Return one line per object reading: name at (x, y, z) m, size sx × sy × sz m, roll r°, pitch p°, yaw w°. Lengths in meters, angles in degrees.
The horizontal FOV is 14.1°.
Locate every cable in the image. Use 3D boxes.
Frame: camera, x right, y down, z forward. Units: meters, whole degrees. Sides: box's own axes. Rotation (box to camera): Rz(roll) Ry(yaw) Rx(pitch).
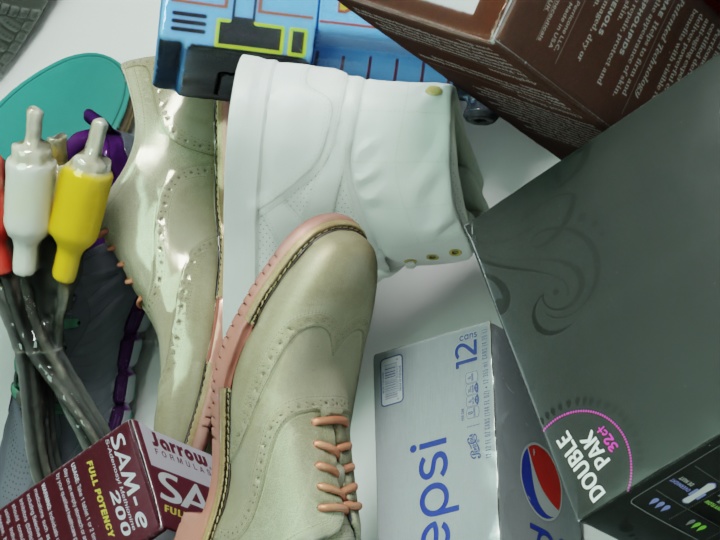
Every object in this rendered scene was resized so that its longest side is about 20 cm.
cable at (-0.155, 0.021, 1.332) m, size 0.097 × 0.050 × 0.201 m, roll 5°, pitch 101°, yaw 21°

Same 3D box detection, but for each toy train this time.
toy train at (0.000, -0.126, 1.284) m, size 0.199 × 0.087 × 0.115 m, roll 7°, pitch 76°, yaw -6°

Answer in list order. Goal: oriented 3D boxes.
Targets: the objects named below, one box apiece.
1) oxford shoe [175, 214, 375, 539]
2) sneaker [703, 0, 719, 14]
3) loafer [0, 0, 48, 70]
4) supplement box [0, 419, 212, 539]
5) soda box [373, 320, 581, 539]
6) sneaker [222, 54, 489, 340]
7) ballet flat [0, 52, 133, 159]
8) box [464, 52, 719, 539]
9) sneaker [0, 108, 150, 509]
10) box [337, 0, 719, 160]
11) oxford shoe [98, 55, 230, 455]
oxford shoe at (-0.021, 0.078, 1.205) m, size 0.074 × 0.071 × 0.201 m, roll 25°, pitch 107°, yaw 42°
sneaker at (0.191, -0.195, 1.247) m, size 0.085 × 0.077 × 0.201 m, roll 34°, pitch 98°, yaw 22°
loafer at (-0.176, -0.193, 1.510) m, size 0.200 × 0.075 × 0.070 m, roll -52°, pitch 54°, yaw 8°
supplement box at (-0.136, 0.153, 1.313) m, size 0.200 × 0.109 × 0.061 m, roll -36°, pitch 55°, yaw 22°
soda box at (0.050, 0.129, 1.207) m, size 0.063 × 0.068 × 0.201 m, roll -17°, pitch 62°, yaw 32°
sneaker at (0.000, 0.000, 1.269) m, size 0.115 × 0.201 × 0.074 m, roll 5°, pitch 41°, yaw 3°
ballet flat at (-0.175, -0.025, 1.431) m, size 0.068 × 0.072 × 0.200 m, roll 23°, pitch 50°, yaw 8°
box at (0.169, 0.006, 1.131) m, size 0.200 × 0.124 × 0.149 m, roll -34°, pitch 54°, yaw 22°
sneaker at (-0.146, 0.024, 1.388) m, size 0.074 × 0.087 × 0.201 m, roll 14°, pitch 80°, yaw 40°
box at (0.086, -0.095, 1.187) m, size 0.100 × 0.200 × 0.075 m, roll 22°, pitch 83°, yaw 40°
oxford shoe at (-0.087, -0.003, 1.345) m, size 0.073 × 0.071 × 0.201 m, roll 4°, pitch 75°, yaw 1°
